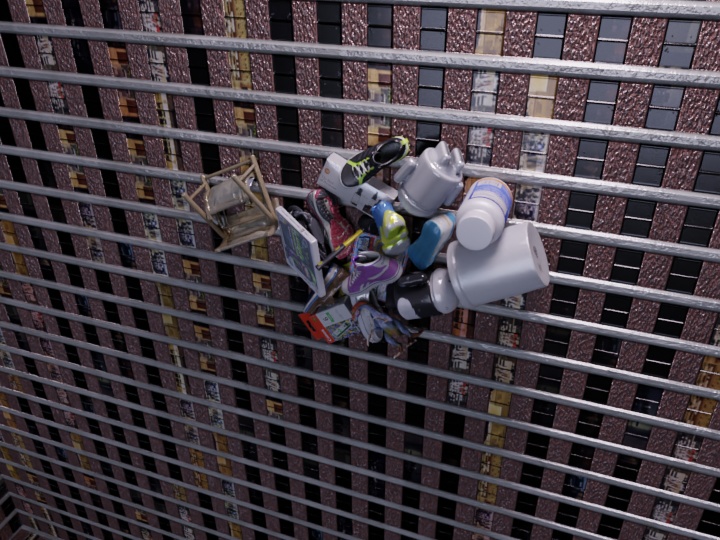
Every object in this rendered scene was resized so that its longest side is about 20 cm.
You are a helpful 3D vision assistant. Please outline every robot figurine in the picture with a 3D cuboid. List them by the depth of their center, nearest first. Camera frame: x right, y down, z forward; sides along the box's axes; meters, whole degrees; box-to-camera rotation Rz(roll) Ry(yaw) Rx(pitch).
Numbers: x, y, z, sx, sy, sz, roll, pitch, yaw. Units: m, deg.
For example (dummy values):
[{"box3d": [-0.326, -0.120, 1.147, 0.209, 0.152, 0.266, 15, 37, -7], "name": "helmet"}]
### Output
[{"box3d": [0.164, -0.208, 1.506, 0.168, 0.114, 0.200, 23, 129, -22], "name": "robot figurine"}, {"box3d": [0.165, 0.060, 1.661, 0.198, 0.150, 0.126, -11, 98, 28], "name": "robot figurine"}]

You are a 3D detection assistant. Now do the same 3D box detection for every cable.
[{"box3d": [-0.147, -0.077, 1.718, 0.163, 0.051, 0.201, 9, 128, 57], "name": "cable"}]

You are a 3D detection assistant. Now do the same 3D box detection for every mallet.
[{"box3d": [-0.040, -0.073, 1.640, 0.199, 0.066, 0.041, -36, 125, -3], "name": "mallet"}]

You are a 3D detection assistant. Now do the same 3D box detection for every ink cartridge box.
[{"box3d": [-0.089, 0.153, 1.863, 0.199, 0.050, 0.109, -22, 114, 31], "name": "ink cartridge box"}]

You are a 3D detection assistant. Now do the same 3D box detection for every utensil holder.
[{"box3d": [0.331, -0.015, 1.518, 0.198, 0.170, 0.171, -18, 111, 28], "name": "utensil holder"}]

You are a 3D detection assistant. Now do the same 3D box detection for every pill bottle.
[{"box3d": [0.280, -0.126, 1.451, 0.111, 0.200, 0.113, 11, 123, 17], "name": "pill bottle"}]

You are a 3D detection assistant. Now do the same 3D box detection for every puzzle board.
[{"box3d": [0.044, -0.004, 1.723, 0.149, 0.017, 0.201, 17, 125, 7], "name": "puzzle board"}]

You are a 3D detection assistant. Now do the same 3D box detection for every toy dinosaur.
[{"box3d": [0.060, 0.149, 1.728, 0.105, 0.200, 0.182, -42, 85, 24], "name": "toy dinosaur"}]

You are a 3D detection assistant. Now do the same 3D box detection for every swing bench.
[{"box3d": [-0.343, -0.177, 1.736, 0.197, 0.130, 0.201, -14, 118, 28], "name": "swing bench"}]

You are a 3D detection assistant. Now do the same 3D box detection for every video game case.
[{"box3d": [-0.160, -0.049, 1.699, 0.182, 0.023, 0.201, 42, 151, 38], "name": "video game case"}]

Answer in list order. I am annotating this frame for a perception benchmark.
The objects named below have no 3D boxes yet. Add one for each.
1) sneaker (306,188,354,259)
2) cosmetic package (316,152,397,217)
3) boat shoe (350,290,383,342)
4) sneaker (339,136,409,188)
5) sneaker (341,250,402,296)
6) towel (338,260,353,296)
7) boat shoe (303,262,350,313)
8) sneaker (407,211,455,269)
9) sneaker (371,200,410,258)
[{"box3d": [-0.078, -0.126, 1.688, 0.074, 0.080, 0.202, 5, 120, 53], "name": "sneaker"}, {"box3d": [-0.007, -0.211, 1.616, 0.199, 0.051, 0.083, 31, 125, 3], "name": "cosmetic package"}, {"box3d": [0.032, 0.128, 1.770, 0.065, 0.074, 0.201, -1, 135, 29], "name": "boat shoe"}, {"box3d": [0.026, -0.266, 1.522, 0.199, 0.083, 0.072, -31, 90, 16], "name": "sneaker"}, {"box3d": [0.000, -0.001, 1.650, 0.200, 0.073, 0.114, -25, 138, 38], "name": "sneaker"}, {"box3d": [-0.041, 0.023, 1.793, 0.199, 0.018, 0.086, -25, 113, 31], "name": "towel"}, {"box3d": [-0.097, 0.066, 1.786, 0.072, 0.073, 0.200, 28, 132, -11], "name": "boat shoe"}, {"box3d": [0.182, -0.071, 1.602, 0.077, 0.080, 0.200, 51, 149, 12], "name": "sneaker"}, {"box3d": [0.074, -0.110, 1.589, 0.200, 0.075, 0.106, 88, 159, -66], "name": "sneaker"}]
